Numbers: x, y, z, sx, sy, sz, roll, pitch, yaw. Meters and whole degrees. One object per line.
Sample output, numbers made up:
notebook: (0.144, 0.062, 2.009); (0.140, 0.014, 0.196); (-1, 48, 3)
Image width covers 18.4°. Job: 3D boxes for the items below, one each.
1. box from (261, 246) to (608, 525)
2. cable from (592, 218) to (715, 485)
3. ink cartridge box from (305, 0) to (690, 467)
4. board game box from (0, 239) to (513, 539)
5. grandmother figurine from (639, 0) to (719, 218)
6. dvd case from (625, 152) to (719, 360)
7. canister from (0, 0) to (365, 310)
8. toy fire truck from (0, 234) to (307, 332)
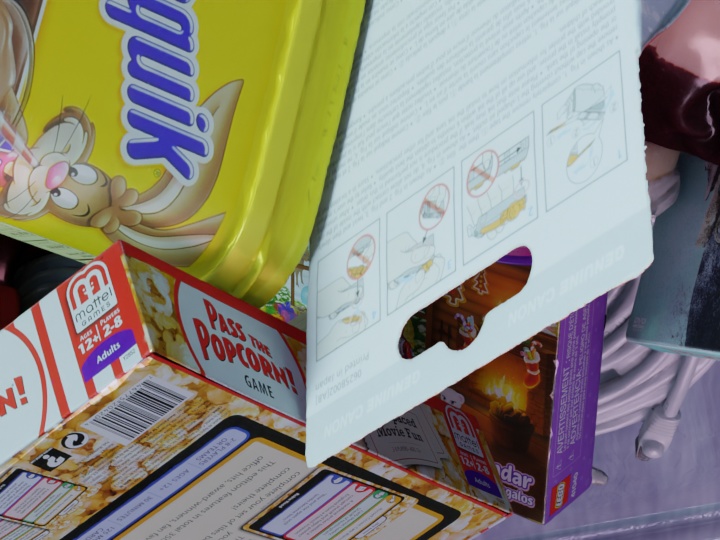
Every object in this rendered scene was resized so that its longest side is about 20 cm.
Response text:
box: (0.000, 0.000, 0.855); (0.200, 0.137, 0.039); (20, -147, 30)
cable: (0.068, -0.012, 0.932); (0.200, 0.069, 0.200); (19, 130, -13)
ink cartridge box: (0.044, -0.052, 0.696); (0.057, 0.200, 0.162); (16, 146, -34)
board game box: (-0.065, 0.080, 0.755); (0.151, 0.046, 0.200); (-35, 143, 20)
grandmother figurine: (0.116, -0.082, 0.773); (0.061, 0.121, 0.200); (-27, 158, -32)
dvd case: (0.162, -0.063, 0.792); (0.022, 0.200, 0.146); (18, 176, -24)
canister: (-0.106, -0.082, 0.702); (0.200, 0.149, 0.086); (20, 166, -35)
toy fire truck: (-0.100, 0.016, 0.834); (0.200, 0.176, 0.129); (13, 123, -14)
